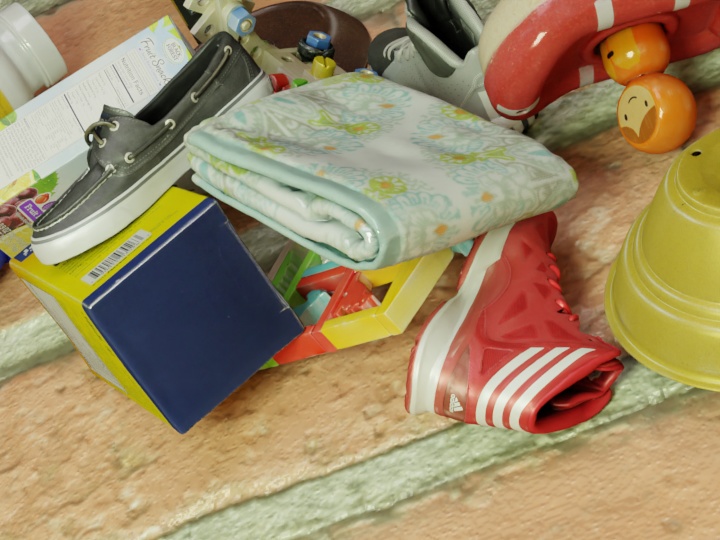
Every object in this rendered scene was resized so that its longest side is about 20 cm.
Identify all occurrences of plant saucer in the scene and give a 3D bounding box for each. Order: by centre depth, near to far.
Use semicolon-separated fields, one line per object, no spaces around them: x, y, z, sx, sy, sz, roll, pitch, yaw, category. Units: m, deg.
-0.088;-0.165;1.420;0.199;0.035;0.201;-19;38;15;plant saucer

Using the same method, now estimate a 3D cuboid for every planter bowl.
0.229;-0.028;0.953;0.199;0.084;0.201;-12;36;9;planter bowl

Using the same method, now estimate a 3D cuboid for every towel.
0.008;-0.067;1.051;0.171;0.048;0.199;-22;36;-36;towel

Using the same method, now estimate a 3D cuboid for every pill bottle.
-0.369;-0.153;1.540;0.200;0.112;0.112;-39;36;-12;pill bottle

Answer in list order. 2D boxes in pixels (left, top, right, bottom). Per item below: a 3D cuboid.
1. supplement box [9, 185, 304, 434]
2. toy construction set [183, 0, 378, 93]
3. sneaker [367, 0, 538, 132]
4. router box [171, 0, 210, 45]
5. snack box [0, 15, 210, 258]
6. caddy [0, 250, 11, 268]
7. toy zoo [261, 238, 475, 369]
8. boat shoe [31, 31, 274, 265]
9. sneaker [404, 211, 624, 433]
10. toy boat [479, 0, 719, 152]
-0.142;0.015;1.141;0.109;0.109;0.200;-41;23;-15;supplement box
-0.053;-0.138;1.268;0.131;0.092;0.200;-11;54;-40;toy construction set
0.053;-0.176;1.257;0.075;0.116;0.200;-39;36;-12;sneaker
-0.186;-0.320;1.570;0.052;0.158;0.200;-30;35;-1;router box
-0.189;-0.082;1.269;0.199;0.169;0.068;-33;69;1;snack box
-0.369;-0.040;1.342;0.141;0.200;0.105;11;69;45;caddy
0.000;0.000;1.120;0.199;0.020;0.132;-17;35;46;toy zoo
-0.147;-0.086;1.119;0.200;0.066;0.070;-39;22;-12;boat shoe
0.111;0.035;1.024;0.115;0.079;0.200;18;44;16;sneaker
0.182;-0.140;1.120;0.199;0.131;0.132;-15;74;-3;toy boat
